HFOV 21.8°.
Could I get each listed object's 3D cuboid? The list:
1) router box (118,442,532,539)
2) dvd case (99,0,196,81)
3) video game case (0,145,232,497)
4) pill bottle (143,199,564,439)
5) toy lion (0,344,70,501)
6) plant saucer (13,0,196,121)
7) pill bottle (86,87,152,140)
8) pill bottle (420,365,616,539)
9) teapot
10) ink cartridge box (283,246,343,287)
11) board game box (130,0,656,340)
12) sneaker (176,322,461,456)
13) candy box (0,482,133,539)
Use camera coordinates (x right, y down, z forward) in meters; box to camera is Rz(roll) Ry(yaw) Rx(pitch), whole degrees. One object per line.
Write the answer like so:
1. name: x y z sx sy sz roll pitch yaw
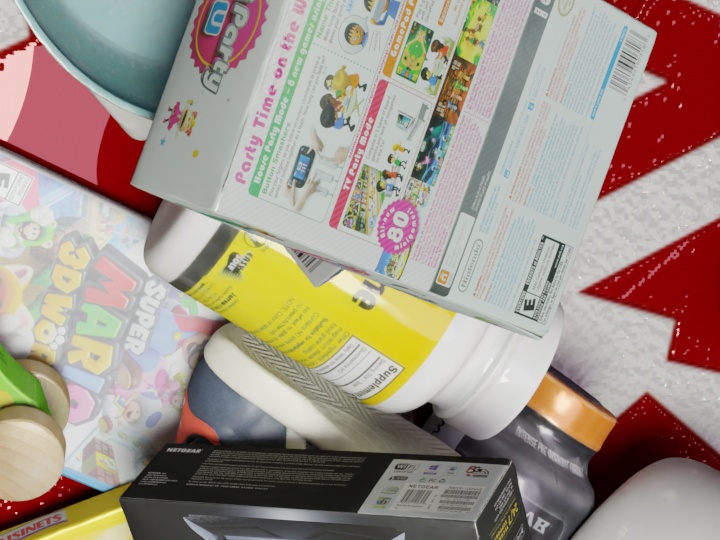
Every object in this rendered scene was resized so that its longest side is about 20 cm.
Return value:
1. router box: -0.006 0.167 0.922 0.198 0.052 0.158 0 119 29
2. dvd case: -0.069 -0.186 0.800 0.148 0.016 0.201 -32 110 -23
3. video game case: -0.143 0.036 0.978 0.199 0.018 0.144 26 97 -24
4. pill bottle: 0.000 0.000 0.946 0.199 0.112 0.113 32 95 -14
5. toy lion: -0.250 0.057 0.910 0.190 0.069 0.201 -16 117 1
6. plant saucer: -0.067 -0.160 0.775 0.198 0.036 0.202 -4 98 -29
7. pill bottle: -0.066 -0.165 0.888 0.200 0.111 0.111 -41 115 -2
8. pill bottle: 0.058 0.142 1.032 0.106 0.106 0.201 32 94 -25
9. teapot: 0.186 0.211 1.041 0.201 0.146 0.197 -57 154 6
10. ink cartridge box: 0.024 -0.094 0.888 0.200 0.050 0.109 -38 90 -27
11. board game box: 0.020 -0.069 0.783 0.199 0.064 0.149 22 88 -42
12. sneaker: -0.010 0.114 0.969 0.199 0.075 0.085 37 112 13
13. candy box: -0.197 0.193 0.998 0.198 0.026 0.103 -20 114 -8
